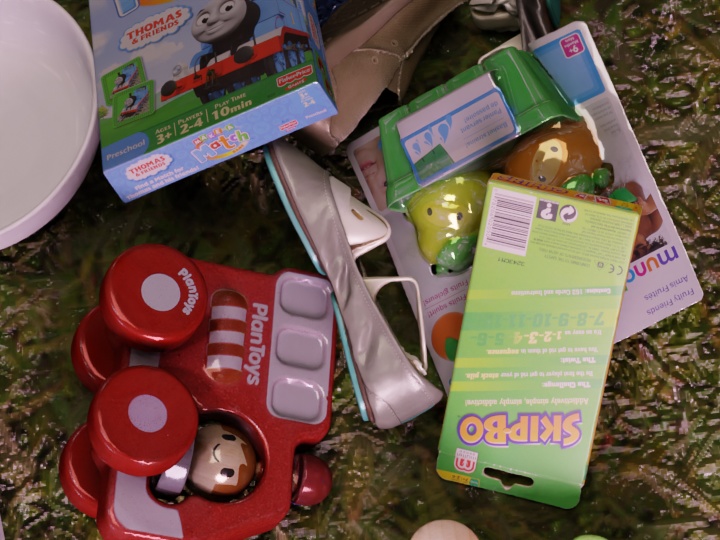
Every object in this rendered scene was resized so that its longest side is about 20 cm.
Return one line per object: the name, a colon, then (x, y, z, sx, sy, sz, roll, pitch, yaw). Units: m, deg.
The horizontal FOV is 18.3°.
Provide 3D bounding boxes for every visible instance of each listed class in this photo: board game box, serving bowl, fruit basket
board game box: (-0.101, -0.151, 1.451, 0.151, 0.037, 0.201, -22, 46, 12)
serving bowl: (-0.262, -0.093, 1.503, 0.199, 0.066, 0.201, -5, 67, 10)
board game box: (0.109, 0.046, 1.390, 0.095, 0.030, 0.201, 13, 107, 9)
fruit basket: (0.098, -0.034, 1.425, 0.185, 0.094, 0.201, -27, 69, 21)

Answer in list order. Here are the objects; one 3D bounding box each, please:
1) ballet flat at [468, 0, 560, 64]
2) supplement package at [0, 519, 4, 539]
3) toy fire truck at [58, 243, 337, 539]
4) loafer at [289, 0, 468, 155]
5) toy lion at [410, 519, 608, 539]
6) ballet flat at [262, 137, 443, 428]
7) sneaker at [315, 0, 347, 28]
ballet flat: (0.111, -0.163, 1.519, 0.068, 0.068, 0.201, -9, 65, 8)
supplement package: (-0.295, 0.160, 1.323, 0.146, 0.200, 0.192, -15, 65, -4)
toy fire truck: (-0.094, 0.082, 1.405, 0.167, 0.112, 0.201, 10, 62, -15)
loafer: (0.006, -0.143, 1.503, 0.200, 0.076, 0.068, -39, 109, -34)
toy lion: (0.099, 0.249, 1.341, 0.191, 0.069, 0.201, 21, 69, 4)
ballet flat: (0.000, 0.000, 1.424, 0.063, 0.067, 0.201, -21, 89, 4)
sneaker: (-0.105, -0.162, 1.536, 0.200, 0.070, 0.078, -35, 56, -13)
